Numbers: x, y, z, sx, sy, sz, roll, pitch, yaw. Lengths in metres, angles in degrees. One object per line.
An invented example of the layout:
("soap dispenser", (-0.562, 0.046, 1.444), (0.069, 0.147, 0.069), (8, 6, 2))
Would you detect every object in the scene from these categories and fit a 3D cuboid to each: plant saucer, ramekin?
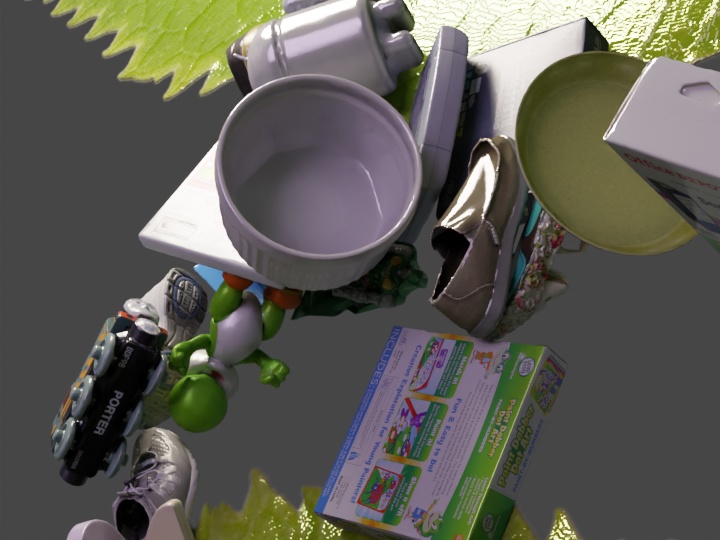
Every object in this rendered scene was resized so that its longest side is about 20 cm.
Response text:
("plant saucer", (0.226, -0.100, 1.493), (0.031, 0.198, 0.202), (121, 165, -63))
("ramekin", (-0.046, -0.076, 1.616), (0.105, 0.198, 0.202), (109, 174, -61))

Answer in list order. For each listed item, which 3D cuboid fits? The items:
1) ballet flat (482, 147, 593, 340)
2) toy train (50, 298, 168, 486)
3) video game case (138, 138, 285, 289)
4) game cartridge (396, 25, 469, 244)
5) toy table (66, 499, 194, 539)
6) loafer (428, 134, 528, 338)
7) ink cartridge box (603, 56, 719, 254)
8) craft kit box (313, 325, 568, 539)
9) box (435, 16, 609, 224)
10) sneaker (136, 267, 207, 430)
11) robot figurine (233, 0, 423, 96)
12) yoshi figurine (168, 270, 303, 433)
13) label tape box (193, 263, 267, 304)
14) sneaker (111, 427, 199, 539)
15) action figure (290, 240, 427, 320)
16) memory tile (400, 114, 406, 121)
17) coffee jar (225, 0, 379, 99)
("ballet flat", (0.172, -0.016, 1.541), (0.076, 0.063, 0.202), (-91, 23, -73))
("toy train", (-0.262, 0.124, 1.746), (0.201, 0.084, 0.114), (-62, 21, 19))
("video game case", (-0.105, -0.072, 1.733), (0.198, 0.023, 0.183), (15, 56, 37))
("game cartridge", (0.072, -0.142, 1.713), (0.134, 0.040, 0.202), (107, 175, -60))
("toy table", (-0.188, 0.320, 1.578), (0.116, 0.202, 0.184), (-18, 15, 21))
("loafer", (0.105, -0.041, 1.545), (0.075, 0.069, 0.202), (138, 146, -57))
("ink cartridge box", (0.311, -0.074, 1.347), (0.145, 0.200, 0.088), (26, 80, 50))
("craft kit box", (0.072, 0.155, 1.536), (0.196, 0.048, 0.202), (5, 65, 49))
("box", (0.161, -0.140, 1.667), (0.156, 0.051, 0.202), (-13, 54, 37))
("sneaker", (-0.227, 0.095, 1.868), (0.087, 0.074, 0.202), (-28, 36, 40))
("robot figurine", (-0.036, -0.225, 1.784), (0.198, 0.113, 0.172), (-16, 69, 11))
("yoshi figurine", (-0.140, 0.091, 1.740), (0.112, 0.112, 0.201), (40, 112, 26))
("label tape box", (-0.108, -0.061, 1.861), (0.200, 0.066, 0.143), (-49, 40, 0))
("sneaker", (-0.215, 0.233, 1.726), (0.074, 0.082, 0.201), (-34, 39, 20))
("action figure", (0.000, 0.000, 1.715), (0.199, 0.054, 0.120), (6, 77, 50))
("memory tile", (-0.050, -0.097, 1.766), (0.198, 0.017, 0.155), (-2, 53, 29))
("coffee jar", (-0.058, -0.247, 1.922), (0.198, 0.105, 0.085), (-15, 19, 38))
